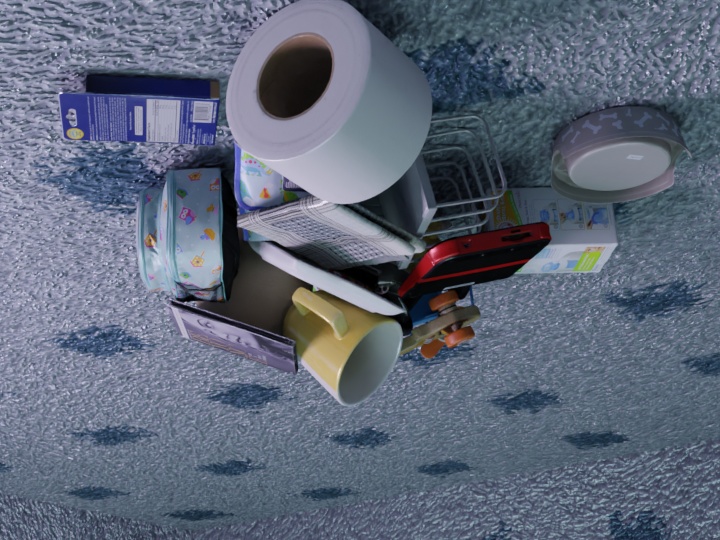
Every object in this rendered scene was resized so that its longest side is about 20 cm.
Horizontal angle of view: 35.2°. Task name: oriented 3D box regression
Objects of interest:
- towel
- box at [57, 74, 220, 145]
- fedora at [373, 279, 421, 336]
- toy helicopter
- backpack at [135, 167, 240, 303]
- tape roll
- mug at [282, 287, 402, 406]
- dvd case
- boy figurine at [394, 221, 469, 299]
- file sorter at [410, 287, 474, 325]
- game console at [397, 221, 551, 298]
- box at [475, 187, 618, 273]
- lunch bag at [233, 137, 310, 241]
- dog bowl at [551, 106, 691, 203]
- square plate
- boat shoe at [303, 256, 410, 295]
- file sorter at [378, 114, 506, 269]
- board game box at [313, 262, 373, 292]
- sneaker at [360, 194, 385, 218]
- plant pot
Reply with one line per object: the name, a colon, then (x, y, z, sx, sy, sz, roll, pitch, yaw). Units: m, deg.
towel: (-0.038, -0.045, 1.532, 0.192, 0.035, 0.200, -11, 153, 43)
box: (-0.284, -0.206, 1.466, 0.199, 0.033, 0.121, 0, 157, -11)
fedora: (0.037, 0.010, 1.874, 0.092, 0.201, 0.201, -41, 166, -20)
toy helicopter: (0.101, 0.104, 1.808, 0.200, 0.079, 0.132, -28, 169, 20)
backpack: (-0.247, -0.055, 1.639, 0.153, 0.177, 0.200, 3, 161, -12)
tape roll: (-0.036, -0.194, 1.310, 0.202, 0.204, 0.139, -16, 154, 28)
mug: (-0.036, 0.091, 1.739, 0.149, 0.153, 0.187, -28, 139, -40)
dvd case: (-0.191, 0.103, 1.724, 0.199, 0.016, 0.149, 19, 160, 6)
boy figurine: (0.095, -0.030, 1.777, 0.200, 0.064, 0.125, 27, 102, -32)
file sorter: (0.086, 0.048, 1.983, 0.200, 0.139, 0.122, -20, 155, 35)
game console: (0.169, -0.014, 1.674, 0.199, 0.031, 0.177, -10, 163, -22)
box: (0.288, -0.062, 1.789, 0.199, 0.102, 0.113, -1, 157, -5)
lunch bag: (-0.084, -0.128, 1.572, 0.169, 0.128, 0.200, 2, 145, 0)
dog bowl: (0.365, -0.164, 1.614, 0.199, 0.059, 0.200, -3, 157, -1)
square plate: (-0.057, 0.010, 1.665, 0.200, 0.029, 0.198, 26, 179, -29)
boat shoe: (0.000, 0.000, 1.730, 0.200, 0.057, 0.067, 30, 154, -8)
file sorter: (0.112, -0.113, 1.592, 0.124, 0.139, 0.200, -10, 159, -14)
board game box: (-0.040, 0.025, 1.887, 0.096, 0.030, 0.200, 59, 160, -21)
sneaker: (0.007, -0.100, 1.722, 0.199, 0.073, 0.071, 8, 166, -4)
plant pot: (-0.152, 0.002, 1.804, 0.200, 0.201, 0.135, 12, 133, -32)
